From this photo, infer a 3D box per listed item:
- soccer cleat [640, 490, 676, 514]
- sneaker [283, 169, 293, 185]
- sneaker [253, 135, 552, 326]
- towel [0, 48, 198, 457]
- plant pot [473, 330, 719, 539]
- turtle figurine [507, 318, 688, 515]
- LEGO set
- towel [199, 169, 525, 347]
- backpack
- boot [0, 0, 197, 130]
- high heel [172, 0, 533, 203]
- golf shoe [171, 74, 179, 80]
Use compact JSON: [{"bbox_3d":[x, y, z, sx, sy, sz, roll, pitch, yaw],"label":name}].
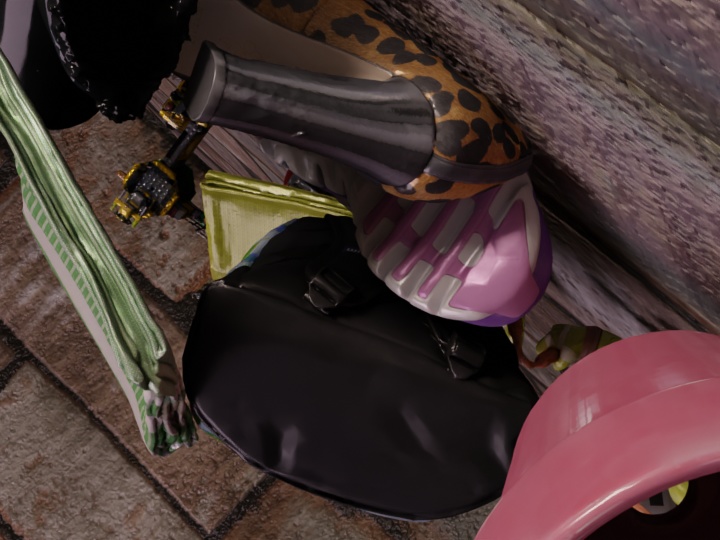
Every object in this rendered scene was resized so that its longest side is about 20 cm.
[{"bbox_3d":[0.190,0.154,0.950,0.069,0.085,0.200,46,176,-40],"label":"soccer cleat"},{"bbox_3d":[0.033,-0.011,1.168,0.116,0.078,0.200,35,-164,-46],"label":"sneaker"},{"bbox_3d":[0.031,-0.036,0.741,0.088,0.080,0.200,37,-173,-42],"label":"sneaker"},{"bbox_3d":[-0.114,0.001,0.682,0.153,0.023,0.200,60,170,11],"label":"towel"},{"bbox_3d":[0.126,0.111,0.584,0.200,0.200,0.179,44,-167,-15],"label":"plant pot"},{"bbox_3d":[0.150,0.079,0.815,0.161,0.064,0.200,40,-167,-53],"label":"turtle figurine"},{"bbox_3d":[-0.064,-0.042,1.016,0.200,0.154,0.116,47,-165,4],"label":"LEGO set"},{"bbox_3d":[0.000,0.000,0.950,0.200,0.018,0.086,15,131,19],"label":"towel"},{"bbox_3d":[-0.001,0.042,0.790,0.163,0.154,0.200,22,-155,-5],"label":"backpack"},{"bbox_3d":[-0.109,-0.112,0.647,0.162,0.073,0.198,-123,34,-49],"label":"boot"},{"bbox_3d":[-0.012,-0.098,0.690,0.142,0.071,0.200,13,-148,-22],"label":"high heel"},{"bbox_3d":[-0.152,-0.177,0.854,0.200,0.092,0.073,34,145,2],"label":"golf shoe"}]
